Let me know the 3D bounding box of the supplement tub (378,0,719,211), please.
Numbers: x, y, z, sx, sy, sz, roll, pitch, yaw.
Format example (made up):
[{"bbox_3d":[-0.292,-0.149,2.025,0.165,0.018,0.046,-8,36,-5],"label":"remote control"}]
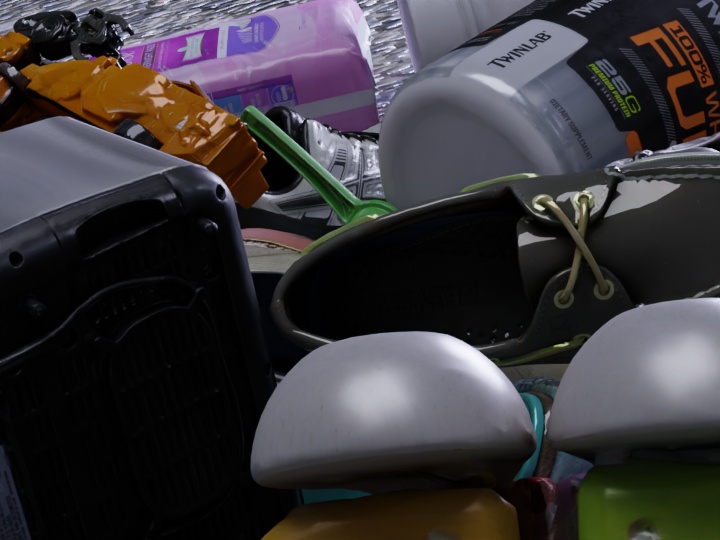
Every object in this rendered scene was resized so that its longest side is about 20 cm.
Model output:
[{"bbox_3d":[0.112,-0.076,0.997,0.122,0.123,0.200,9,33,42],"label":"supplement tub"}]

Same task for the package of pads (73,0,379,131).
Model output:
[{"bbox_3d":[-0.087,-0.099,1.225,0.199,0.076,0.121,-13,20,4],"label":"package of pads"}]

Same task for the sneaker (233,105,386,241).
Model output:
[{"bbox_3d":[-0.016,-0.049,1.055,0.075,0.088,0.200,0,25,34],"label":"sneaker"}]

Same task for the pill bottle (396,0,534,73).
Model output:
[{"bbox_3d":[0.124,-0.158,1.187,0.199,0.114,0.113,-15,23,-1],"label":"pill bottle"}]

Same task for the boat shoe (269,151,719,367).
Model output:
[{"bbox_3d":[0.064,0.001,0.742,0.201,0.073,0.060,-12,-8,22],"label":"boat shoe"}]

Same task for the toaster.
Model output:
[{"bbox_3d":[-0.130,0.050,0.752,0.180,0.201,0.118,-27,31,-27],"label":"toaster"}]

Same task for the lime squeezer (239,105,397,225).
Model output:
[{"bbox_3d":[0.000,0.000,0.954,0.070,0.038,0.201,-7,50,-17],"label":"lime squeezer"}]

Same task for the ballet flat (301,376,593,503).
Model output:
[{"bbox_3d":[0.040,0.078,0.756,0.074,0.075,0.200,-25,9,-25],"label":"ballet flat"}]

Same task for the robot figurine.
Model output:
[{"bbox_3d":[-0.142,-0.055,0.995,0.145,0.058,0.200,-47,43,-15],"label":"robot figurine"}]

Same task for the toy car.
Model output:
[{"bbox_3d":[0.065,0.107,0.601,0.199,0.176,0.150,-7,-13,16],"label":"toy car"}]

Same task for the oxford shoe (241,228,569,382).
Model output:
[{"bbox_3d":[0.014,0.032,0.836,0.199,0.071,0.074,8,13,17],"label":"oxford shoe"}]

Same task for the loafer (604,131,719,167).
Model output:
[{"bbox_3d":[0.144,-0.035,0.889,0.072,0.063,0.200,36,29,23],"label":"loafer"}]
